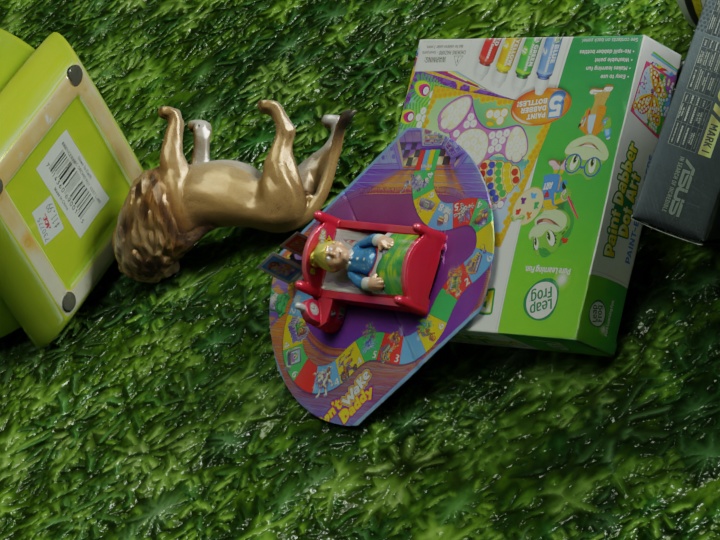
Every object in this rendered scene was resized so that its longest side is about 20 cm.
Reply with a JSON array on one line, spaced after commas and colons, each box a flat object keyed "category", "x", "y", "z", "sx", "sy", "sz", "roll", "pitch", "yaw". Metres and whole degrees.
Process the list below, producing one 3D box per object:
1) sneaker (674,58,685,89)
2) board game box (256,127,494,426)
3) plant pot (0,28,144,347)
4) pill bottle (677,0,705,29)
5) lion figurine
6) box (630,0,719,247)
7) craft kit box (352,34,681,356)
[{"category": "sneaker", "x": 0.177, "y": -0.088, "z": 1.692, "sx": 0.199, "sy": 0.088, "sz": 0.076, "roll": -33, "pitch": 31, "yaw": 2}, {"category": "board game box", "x": 0.000, "y": 0.000, "z": 1.691, "sx": 0.200, "sy": 0.039, "sz": 0.159, "roll": -44, "pitch": 48, "yaw": 25}, {"category": "plant pot", "x": -0.281, "y": -0.064, "z": 1.991, "sx": 0.181, "sy": 0.201, "sz": 0.199, "roll": 3, "pitch": 46, "yaw": 37}, {"category": "pill bottle", "x": 0.299, "y": -0.181, "z": 1.685, "sx": 0.112, "sy": 0.113, "sz": 0.200, "roll": -41, "pitch": 31, "yaw": -12}, {"category": "lion figurine", "x": -0.093, "y": -0.056, "z": 1.915, "sx": 0.199, "sy": 0.072, "sz": 0.123, "roll": -4, "pitch": 75, "yaw": 30}, {"category": "box", "x": 0.228, "y": -0.116, "z": 1.542, "sx": 0.051, "sy": 0.158, "sz": 0.201, "roll": 20, "pitch": 97, "yaw": 18}, {"category": "craft kit box", "x": 0.097, "y": -0.051, "z": 1.675, "sx": 0.199, "sy": 0.048, "sz": 0.199, "roll": 3, "pitch": 78, "yaw": 46}]
